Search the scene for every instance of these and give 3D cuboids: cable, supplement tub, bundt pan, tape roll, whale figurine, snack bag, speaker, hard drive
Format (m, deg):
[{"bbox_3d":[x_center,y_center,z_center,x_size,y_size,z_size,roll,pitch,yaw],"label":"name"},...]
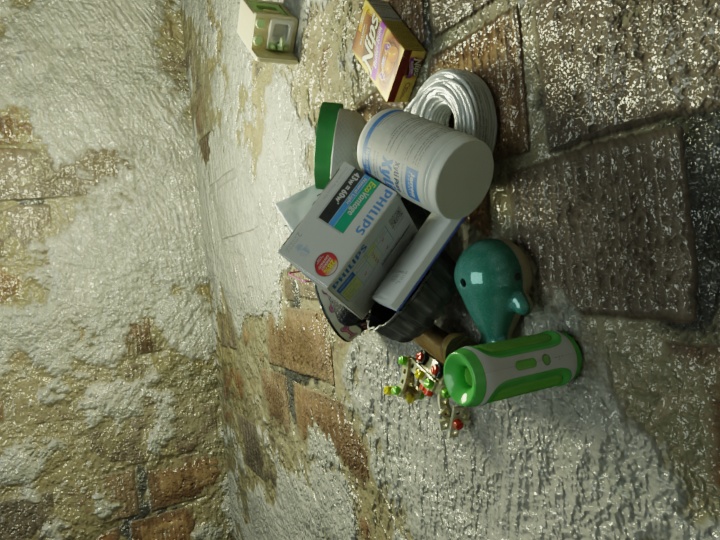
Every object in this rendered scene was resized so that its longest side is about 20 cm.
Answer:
[{"bbox_3d":[0.157,-0.246,1.038,0.200,0.069,0.202,-49,53,54],"label":"cable"},{"bbox_3d":[0.099,-0.176,0.954,0.200,0.131,0.133,36,127,44],"label":"supplement tub"},{"bbox_3d":[0.101,0.046,1.056,0.202,0.076,0.202,-49,12,14],"label":"bundt pan"},{"bbox_3d":[-0.073,-0.291,1.394,0.200,0.048,0.203,6,-90,-88],"label":"tape roll"},{"bbox_3d":[0.207,0.050,0.961,0.159,0.103,0.202,18,112,60],"label":"whale figurine"},{"bbox_3d":[-0.096,-0.140,1.424,0.200,0.188,0.021,53,166,36],"label":"snack bag"},{"bbox_3d":[0.220,0.138,0.848,0.088,0.198,0.089,20,113,60],"label":"speaker"},{"bbox_3d":[0.099,-0.023,1.017,0.201,0.025,0.132,-54,11,-5],"label":"hard drive"}]

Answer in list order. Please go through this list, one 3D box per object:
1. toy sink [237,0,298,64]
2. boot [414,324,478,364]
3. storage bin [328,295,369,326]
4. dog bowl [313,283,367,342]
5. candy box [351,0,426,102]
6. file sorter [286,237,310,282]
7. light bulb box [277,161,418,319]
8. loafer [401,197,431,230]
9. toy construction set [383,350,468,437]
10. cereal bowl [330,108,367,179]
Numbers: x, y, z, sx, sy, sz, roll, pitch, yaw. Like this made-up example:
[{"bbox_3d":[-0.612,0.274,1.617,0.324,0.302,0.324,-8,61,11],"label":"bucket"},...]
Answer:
[{"bbox_3d":[-0.258,-0.687,1.687,0.201,0.129,0.113,60,144,40],"label":"toy sink"},{"bbox_3d":[0.145,0.134,1.061,0.175,0.066,0.200,49,172,-36],"label":"boot"},{"bbox_3d":[0.000,0.000,1.227,0.094,0.134,0.201,-58,46,50],"label":"storage bin"},{"bbox_3d":[-0.031,0.058,1.361,0.073,0.200,0.202,-23,68,15],"label":"dog bowl"},{"bbox_3d":[0.053,-0.451,1.212,0.201,0.056,0.117,65,148,35],"label":"candy box"},{"bbox_3d":[-0.121,-0.079,1.550,0.139,0.124,0.202,20,113,60],"label":"file sorter"},{"bbox_3d":[-0.011,-0.047,1.049,0.124,0.199,0.200,34,174,26],"label":"light bulb box"},{"bbox_3d":[0.125,-0.089,1.160,0.071,0.063,0.202,-12,89,31],"label":"loafer"},{"bbox_3d":[0.131,0.233,1.160,0.200,0.092,0.132,32,101,49],"label":"toy construction set"},{"bbox_3d":[-0.015,-0.253,1.316,0.200,0.082,0.202,6,-90,-89],"label":"cereal bowl"}]
